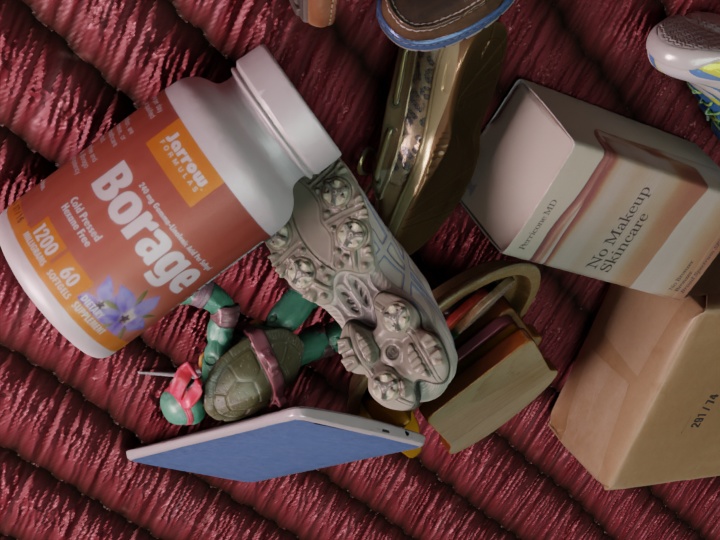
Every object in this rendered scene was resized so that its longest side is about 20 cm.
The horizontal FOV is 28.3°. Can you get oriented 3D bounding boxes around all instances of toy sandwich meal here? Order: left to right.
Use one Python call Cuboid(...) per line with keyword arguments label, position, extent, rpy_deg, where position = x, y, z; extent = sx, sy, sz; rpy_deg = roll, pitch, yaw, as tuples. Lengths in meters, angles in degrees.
Cuboid(label="toy sandwich meal", position=(0.076, 0.075, 1.086), extent=(0.204, 0.070, 0.206), rpy_deg=(-33, 158, -15))

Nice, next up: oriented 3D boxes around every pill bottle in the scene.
Cuboid(label="pill bottle", position=(-0.115, -0.046, 0.882), extent=(0.199, 0.112, 0.112), rpy_deg=(-37, 136, 2))

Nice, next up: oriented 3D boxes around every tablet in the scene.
Cuboid(label="tablet", position=(-0.064, 0.129, 1.045), extent=(0.130, 0.014, 0.199), rpy_deg=(18, 154, -41))

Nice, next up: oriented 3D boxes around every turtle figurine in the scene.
Cuboid(label="turtle figurine", position=(-0.081, 0.054, 1.000), extent=(0.199, 0.101, 0.150), rpy_deg=(-27, 146, -20))

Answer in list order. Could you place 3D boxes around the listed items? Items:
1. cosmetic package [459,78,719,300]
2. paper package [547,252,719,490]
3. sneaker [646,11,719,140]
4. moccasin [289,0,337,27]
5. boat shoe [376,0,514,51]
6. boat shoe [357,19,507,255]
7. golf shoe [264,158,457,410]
Cuboid(label="cosmetic package", position=(0.181, -0.056, 1.061), extent=(0.199, 0.087, 0.104), rpy_deg=(12, 121, -36))
Cuboid(label="paper package", position=(0.289, 0.077, 1.225), extent=(0.189, 0.104, 0.201), rpy_deg=(-2, 126, -31))
Cuboid(label="sneaker", position=(0.281, -0.129, 1.065), extent=(0.199, 0.076, 0.106), rpy_deg=(0, 127, -31))
Cuboid(label="moccasin", position=(0.002, -0.236, 0.823), extent=(0.077, 0.074, 0.203), rpy_deg=(6, 114, -22))
Cuboid(label="boat shoe", position=(0.090, -0.215, 0.873), extent=(0.200, 0.072, 0.072), rpy_deg=(-41, 171, -6))
Cuboid(label="boat shoe", position=(0.043, -0.095, 0.977), extent=(0.073, 0.063, 0.201), rpy_deg=(-26, 145, -46))
Cuboid(label="golf shoe", position=(0.000, 0.000, 0.964), extent=(0.078, 0.201, 0.097), rpy_deg=(-31, 171, 19))
